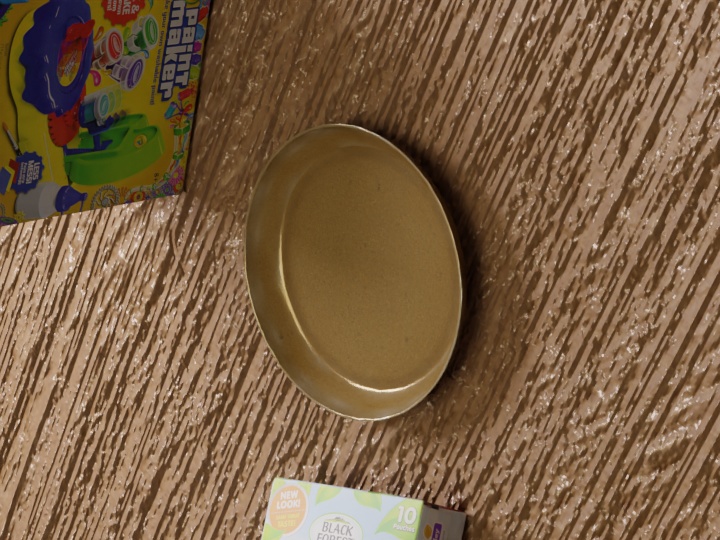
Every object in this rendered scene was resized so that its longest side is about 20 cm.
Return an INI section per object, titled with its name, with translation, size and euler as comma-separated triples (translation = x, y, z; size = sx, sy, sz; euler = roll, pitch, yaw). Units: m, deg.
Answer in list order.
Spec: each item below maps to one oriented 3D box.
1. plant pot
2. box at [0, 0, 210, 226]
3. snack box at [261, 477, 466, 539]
[plant pot]
translation = 0.000, 0.000, 1.529
size = 0.200, 0.027, 0.200
euler = 13, 108, 42
[box]
translation = -0.219, -0.153, 1.590
size = 0.122, 0.193, 0.200
euler = 28, 118, 37
[snack box]
translation = -0.014, 0.247, 1.532
size = 0.142, 0.053, 0.200
euler = 4, 79, 42
